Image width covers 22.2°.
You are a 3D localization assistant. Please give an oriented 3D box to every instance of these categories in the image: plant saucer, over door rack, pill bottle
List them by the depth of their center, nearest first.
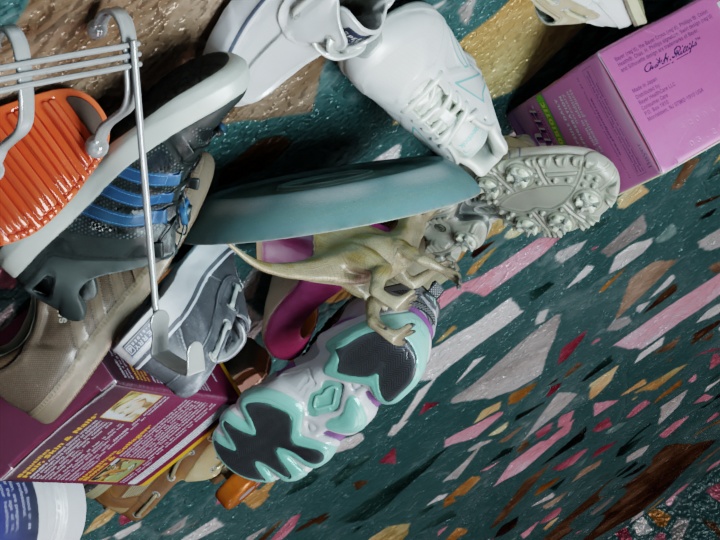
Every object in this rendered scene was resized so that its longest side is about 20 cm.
[{"bbox_3d":[-0.172,-0.026,0.950,0.147,0.201,0.066,-17,-169,-40],"label":"over door rack"},{"bbox_3d":[-0.021,-0.048,1.197,0.199,0.028,0.200,-10,-173,1],"label":"plant saucer"},{"bbox_3d":[-0.292,0.173,1.280,0.116,0.116,0.200,-44,158,25],"label":"pill bottle"}]

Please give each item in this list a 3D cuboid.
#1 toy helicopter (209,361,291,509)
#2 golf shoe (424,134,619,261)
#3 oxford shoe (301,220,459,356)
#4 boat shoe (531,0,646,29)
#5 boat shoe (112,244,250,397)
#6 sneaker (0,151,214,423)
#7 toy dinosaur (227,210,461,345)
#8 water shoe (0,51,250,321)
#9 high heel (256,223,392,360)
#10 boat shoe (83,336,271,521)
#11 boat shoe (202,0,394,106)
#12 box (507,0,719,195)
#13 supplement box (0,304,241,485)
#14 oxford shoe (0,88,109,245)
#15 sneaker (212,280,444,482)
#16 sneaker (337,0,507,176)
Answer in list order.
[{"bbox_3d":[-0.084,0.139,1.618,0.132,0.079,0.200,-43,171,-2],"label":"toy helicopter"},{"bbox_3d":[0.114,-0.073,1.344,0.199,0.078,0.097,-11,-139,46],"label":"golf shoe"},{"bbox_3d":[0.005,0.058,1.439,0.200,0.075,0.070,-56,-173,0],"label":"oxford shoe"},{"bbox_3d":[0.138,-0.198,1.193,0.068,0.075,0.200,-19,166,16],"label":"boat shoe"},{"bbox_3d":[-0.105,0.030,1.209,0.072,0.068,0.200,-45,-173,14],"label":"boat shoe"},{"bbox_3d":[-0.168,-0.003,1.144,0.200,0.075,0.070,-57,-168,-2],"label":"sneaker"},{"bbox_3d":[0.000,0.000,1.235,0.199,0.101,0.058,-20,146,-41],"label":"toy dinosaur"},{"bbox_3d":[-0.124,-0.049,1.071,0.200,0.079,0.072,-36,-162,24],"label":"water shoe"},{"bbox_3d":[-0.024,0.015,1.367,0.095,0.068,0.200,6,145,5],"label":"high heel"},{"bbox_3d":[-0.138,0.128,1.444,0.200,0.074,0.076,-38,-160,26],"label":"boat shoe"},{"bbox_3d":[-0.017,-0.154,1.042,0.073,0.065,0.200,-7,146,-52],"label":"boat shoe"},{"bbox_3d":[0.230,-0.132,1.343,0.175,0.097,0.200,-28,179,-15],"label":"box"},{"bbox_3d":[-0.182,0.086,1.295,0.110,0.086,0.200,-40,160,13],"label":"supplement box"},{"bbox_3d":[-0.229,-0.035,1.014,0.200,0.071,0.072,-36,-165,-16],"label":"oxford shoe"},{"bbox_3d":[-0.013,0.073,1.349,0.200,0.078,0.140,-31,-168,28],"label":"sneaker"},{"bbox_3d":[0.052,-0.118,1.213,0.070,0.080,0.200,-38,158,14],"label":"sneaker"}]
